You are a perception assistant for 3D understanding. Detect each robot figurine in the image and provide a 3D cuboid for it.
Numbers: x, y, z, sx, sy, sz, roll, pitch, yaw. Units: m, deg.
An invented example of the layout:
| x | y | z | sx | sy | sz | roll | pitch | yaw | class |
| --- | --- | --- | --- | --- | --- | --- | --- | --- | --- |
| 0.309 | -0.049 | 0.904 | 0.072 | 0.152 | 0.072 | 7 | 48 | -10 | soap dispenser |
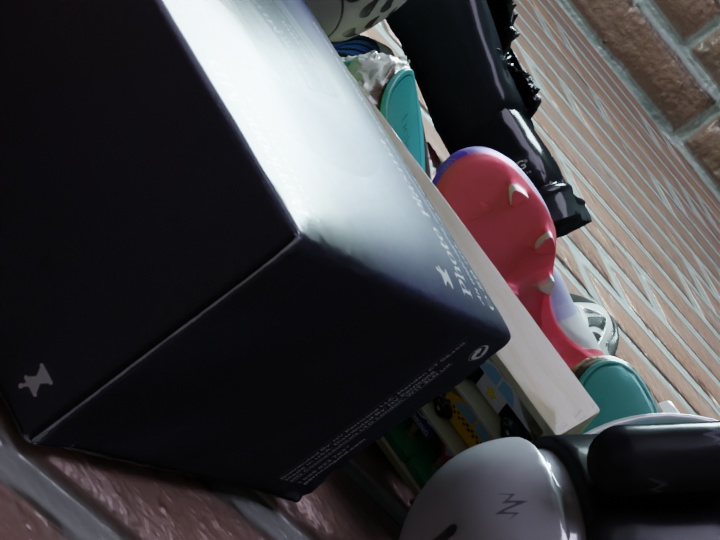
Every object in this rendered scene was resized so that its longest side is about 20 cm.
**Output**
| x | y | z | sx | sy | sz | roll | pitch | yaw | class |
| --- | --- | --- | --- | --- | --- | --- | --- | --- | --- |
| 0.113 | 0.129 | 0.869 | 0.125 | 0.200 | 0.151 | -170 | -97 | -75 | robot figurine |

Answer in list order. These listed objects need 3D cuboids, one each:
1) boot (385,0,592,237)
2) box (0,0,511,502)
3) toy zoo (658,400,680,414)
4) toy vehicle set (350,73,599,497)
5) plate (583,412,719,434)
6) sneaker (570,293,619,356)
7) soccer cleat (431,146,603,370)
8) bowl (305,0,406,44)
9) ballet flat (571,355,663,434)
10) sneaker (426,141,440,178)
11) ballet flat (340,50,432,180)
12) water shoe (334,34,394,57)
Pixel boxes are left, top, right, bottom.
| x | y | z | sx | sy | sz | roll | pitch | yaw | class |
| --- | --- | --- | --- | --- | --- | --- | --- | --- | --- |
| 0.076 | -0.095 | 1.308 | 0.200 | 0.076 | 0.168 | 46 | 23 | -84 | boot |
| -0.068 | -0.036 | 0.798 | 0.200 | 0.123 | 0.198 | 58 | 15 | 22 | box |
| 0.173 | 0.160 | 1.129 | 0.200 | 0.020 | 0.131 | 89 | -18 | -49 | toy zoo |
| 0.015 | 0.016 | 0.969 | 0.200 | 0.026 | 0.124 | 54 | -32 | 16 | toy vehicle set |
| 0.150 | 0.164 | 1.002 | 0.200 | 0.200 | 0.026 | 55 | -28 | 6 | plate |
| 0.107 | 0.037 | 1.329 | 0.089 | 0.074 | 0.200 | 53 | 12 | -12 | sneaker |
| 0.076 | 0.008 | 1.113 | 0.200 | 0.067 | 0.077 | 60 | 2 | -38 | soccer cleat |
| -0.054 | -0.155 | 0.964 | 0.201 | 0.201 | 0.094 | 44 | 58 | -37 | bowl |
| 0.128 | 0.144 | 1.080 | 0.065 | 0.070 | 0.200 | 121 | -37 | -74 | ballet flat |
| 0.035 | -0.020 | 1.224 | 0.087 | 0.074 | 0.200 | 54 | 13 | -3 | sneaker |
| 0.009 | -0.020 | 1.095 | 0.072 | 0.072 | 0.200 | -100 | 179 | -63 | ballet flat |
| -0.024 | -0.108 | 1.244 | 0.079 | 0.072 | 0.200 | 30 | 8 | -14 | water shoe |
